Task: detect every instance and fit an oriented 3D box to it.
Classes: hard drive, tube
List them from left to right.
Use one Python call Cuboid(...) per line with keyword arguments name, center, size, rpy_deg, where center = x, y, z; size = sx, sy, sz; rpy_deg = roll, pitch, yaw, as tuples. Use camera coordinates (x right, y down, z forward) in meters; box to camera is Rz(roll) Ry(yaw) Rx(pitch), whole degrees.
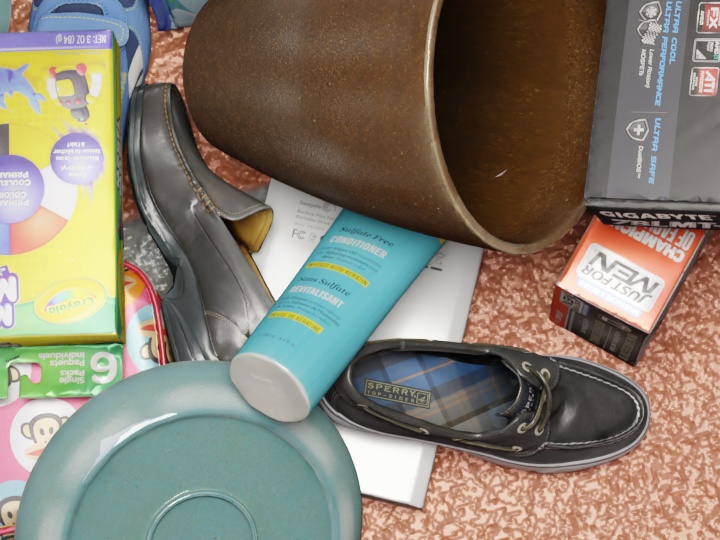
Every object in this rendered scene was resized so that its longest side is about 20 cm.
Cuboid(name="hard drive", center=(-0.005, 0.027, 1.488), size=(0.132, 0.026, 0.200), rpy_deg=(13, 80, 4))
Cuboid(name="tube", center=(0.000, 0.000, 1.422), size=(0.077, 0.050, 0.200), rpy_deg=(21, 51, 21))

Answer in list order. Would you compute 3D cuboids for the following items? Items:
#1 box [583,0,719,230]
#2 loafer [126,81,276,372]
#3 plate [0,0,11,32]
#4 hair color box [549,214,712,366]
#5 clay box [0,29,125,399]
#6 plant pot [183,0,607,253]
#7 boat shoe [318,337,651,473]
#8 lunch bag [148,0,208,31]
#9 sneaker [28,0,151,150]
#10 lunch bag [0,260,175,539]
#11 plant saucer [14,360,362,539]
Cuboid(name="box", center=(0.228, -0.118, 1.346), size=(0.198, 0.050, 0.200), rpy_deg=(4, 76, 22))
Cuboid(name="loafer", center=(-0.082, -0.022, 1.466), size=(0.072, 0.073, 0.200), rpy_deg=(-20, 73, 11))
Cuboid(name="plate", center=(-0.294, -0.132, 1.442), size=(0.200, 0.200, 0.026), rpy_deg=(-17, 55, -2))
Cuboid(name="hair color box", center=(0.183, -0.053, 1.457), size=(0.064, 0.111, 0.200), rpy_deg=(28, 80, 7))
Cuboid(name="clay box", center=(-0.189, -0.030, 1.409), size=(0.115, 0.048, 0.200), rpy_deg=(-2, 79, -1))
Cuboid(name="plant pot", center=(0.008, -0.108, 1.392), size=(0.200, 0.187, 0.187), rpy_deg=(4, 77, 35))
Cuboid(name="boat shoe", center=(0.075, 0.070, 1.439), size=(0.200, 0.066, 0.070), rpy_deg=(12, 80, -12))
Cuboid(name="lunch bag", center=(-0.054, -0.260, 1.503), size=(0.170, 0.127, 0.200), rpy_deg=(-6, 66, 2))
Cuboid(name="sneaker", center=(-0.165, -0.109, 1.491), size=(0.074, 0.082, 0.200), rpy_deg=(2, 77, 3))
Cuboid(name="lunch bag", center=(-0.198, 0.092, 1.451), size=(0.200, 0.082, 0.176), rpy_deg=(-8, 79, -1))
Cuboid(name="plant saucer", center=(-0.091, 0.149, 1.416), size=(0.200, 0.027, 0.200), rpy_deg=(-4, 104, -16))
